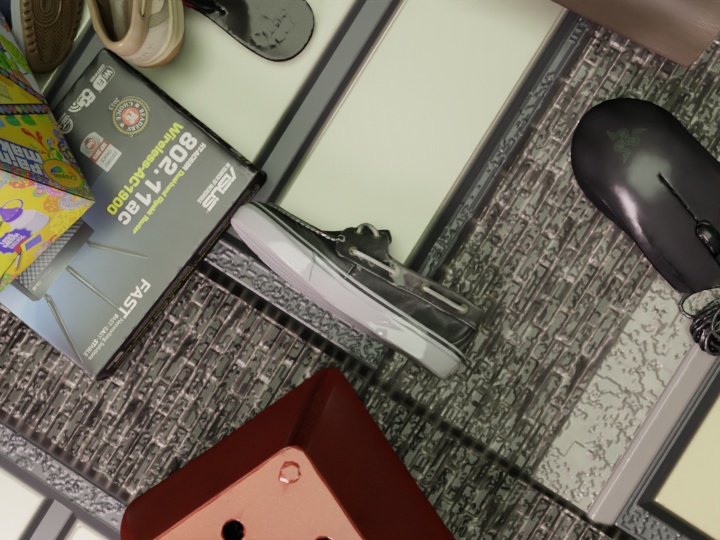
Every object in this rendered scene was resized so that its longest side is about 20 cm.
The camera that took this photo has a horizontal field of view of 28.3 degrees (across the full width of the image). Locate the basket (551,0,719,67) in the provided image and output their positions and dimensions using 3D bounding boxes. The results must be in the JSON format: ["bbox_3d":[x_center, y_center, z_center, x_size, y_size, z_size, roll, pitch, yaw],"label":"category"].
[{"bbox_3d":[0.184,-0.247,1.013,0.200,0.136,0.181,36,85,1],"label":"basket"}]

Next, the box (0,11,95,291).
[{"bbox_3d":[-0.322,-0.069,0.987,0.200,0.122,0.193,-40,62,18],"label":"box"}]

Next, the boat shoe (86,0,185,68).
[{"bbox_3d":[-0.178,-0.247,1.027,0.072,0.065,0.201,-15,81,21],"label":"boat shoe"}]

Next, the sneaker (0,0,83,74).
[{"bbox_3d":[-0.274,-0.252,1.074,0.108,0.070,0.201,8,108,25],"label":"sneaker"}]

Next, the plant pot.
[{"bbox_3d":[-0.051,0.204,0.985,0.199,0.176,0.200,-35,86,2],"label":"plant pot"}]

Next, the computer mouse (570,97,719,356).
[{"bbox_3d":[0.239,-0.049,1.038,0.200,0.053,0.139,44,92,4],"label":"computer mouse"}]

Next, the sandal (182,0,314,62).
[{"bbox_3d":[-0.123,-0.228,1.072,0.199,0.045,0.075,31,90,4],"label":"sandal"}]

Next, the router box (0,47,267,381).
[{"bbox_3d":[-0.189,-0.040,1.060,0.150,0.062,0.200,38,90,3],"label":"router box"}]

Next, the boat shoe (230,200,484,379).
[{"bbox_3d":[0.000,0.000,1.051,0.200,0.072,0.071,35,81,-6],"label":"boat shoe"}]
